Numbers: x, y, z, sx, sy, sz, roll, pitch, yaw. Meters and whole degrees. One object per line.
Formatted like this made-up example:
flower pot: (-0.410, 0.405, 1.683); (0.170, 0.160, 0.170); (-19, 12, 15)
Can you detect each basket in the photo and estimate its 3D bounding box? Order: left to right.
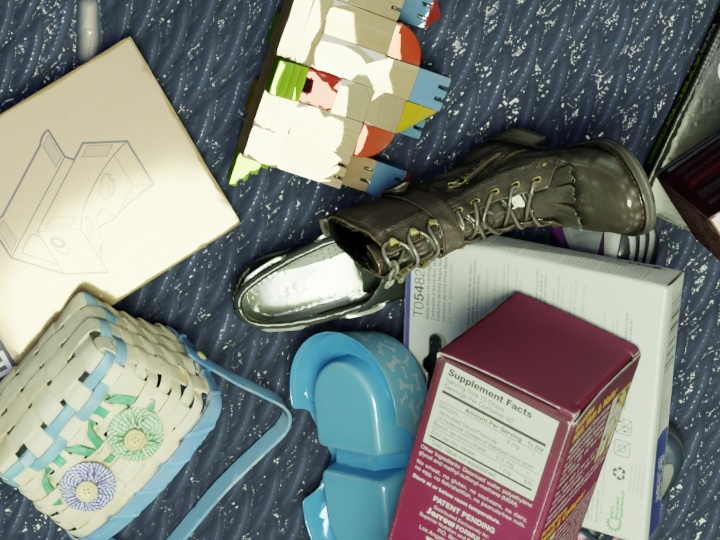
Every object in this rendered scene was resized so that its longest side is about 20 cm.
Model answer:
basket: (-0.170, 0.127, 1.051); (0.177, 0.139, 0.200); (-49, 131, 8)

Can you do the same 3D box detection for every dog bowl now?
dog bowl: (0.007, 0.139, 1.060); (0.111, 0.049, 0.202); (4, 105, 45)

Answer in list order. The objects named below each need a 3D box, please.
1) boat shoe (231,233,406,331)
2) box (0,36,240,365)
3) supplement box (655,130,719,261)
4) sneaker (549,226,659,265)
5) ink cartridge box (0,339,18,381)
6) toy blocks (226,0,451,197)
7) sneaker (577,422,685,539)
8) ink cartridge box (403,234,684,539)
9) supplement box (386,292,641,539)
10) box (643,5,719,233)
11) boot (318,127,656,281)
boat shoe: (0.000, 0.000, 1.053); (0.198, 0.060, 0.076); (-23, 99, 5)
box: (-0.212, -0.051, 1.049); (0.199, 0.021, 0.164); (-32, 99, -6)
supplement box: (0.267, -0.056, 0.921); (0.108, 0.200, 0.061); (-33, 98, 9)
sneaker: (0.163, 0.041, 1.067); (0.087, 0.074, 0.202); (28, 118, 35)
ink cartridge box: (-0.350, 0.084, 1.087); (0.197, 0.043, 0.201); (-29, 99, 5)
toy blocks: (-0.001, -0.137, 1.021); (0.136, 0.100, 0.202); (17, 101, -14)
sneaker: (0.174, 0.198, 1.074); (0.070, 0.082, 0.200); (42, 98, -4)
ink cartridge box: (0.126, 0.079, 1.022); (0.198, 0.041, 0.202); (12, 113, 27)
supplement box: (0.098, 0.138, 0.956); (0.103, 0.131, 0.202); (25, 117, 22)
box: (0.327, -0.096, 1.035); (0.199, 0.048, 0.195); (24, 99, -2)
boot: (0.083, -0.033, 0.963); (0.173, 0.199, 0.070); (-26, 113, -25)
